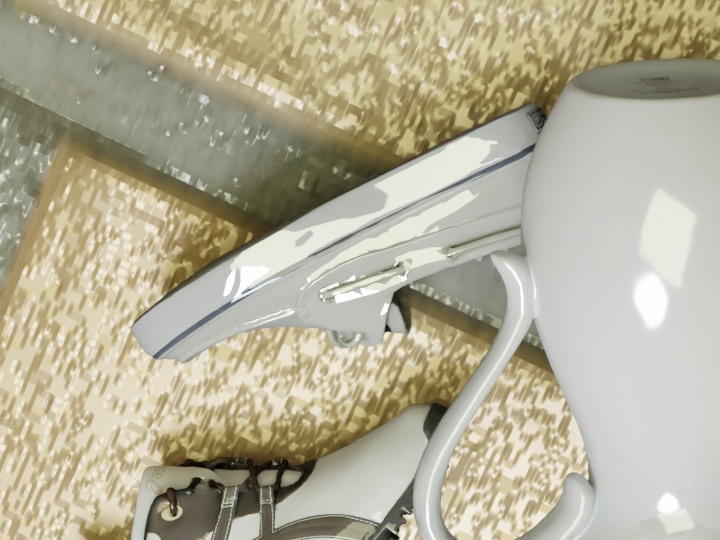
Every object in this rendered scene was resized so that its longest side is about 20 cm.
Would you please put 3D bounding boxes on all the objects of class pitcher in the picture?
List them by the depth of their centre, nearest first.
[{"bbox_3d":[0.102,0.024,1.159,0.171,0.121,0.201,-6,106,-14],"label":"pitcher"}]

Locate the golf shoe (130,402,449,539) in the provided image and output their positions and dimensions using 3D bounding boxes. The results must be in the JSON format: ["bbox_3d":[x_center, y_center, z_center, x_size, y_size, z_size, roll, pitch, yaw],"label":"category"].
[{"bbox_3d":[-0.047,0.109,1.253,0.200,0.078,0.095,-40,93,13],"label":"golf shoe"}]

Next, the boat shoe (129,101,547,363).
[{"bbox_3d":[0.000,0.000,1.230,0.199,0.072,0.066,-27,92,5],"label":"boat shoe"}]
